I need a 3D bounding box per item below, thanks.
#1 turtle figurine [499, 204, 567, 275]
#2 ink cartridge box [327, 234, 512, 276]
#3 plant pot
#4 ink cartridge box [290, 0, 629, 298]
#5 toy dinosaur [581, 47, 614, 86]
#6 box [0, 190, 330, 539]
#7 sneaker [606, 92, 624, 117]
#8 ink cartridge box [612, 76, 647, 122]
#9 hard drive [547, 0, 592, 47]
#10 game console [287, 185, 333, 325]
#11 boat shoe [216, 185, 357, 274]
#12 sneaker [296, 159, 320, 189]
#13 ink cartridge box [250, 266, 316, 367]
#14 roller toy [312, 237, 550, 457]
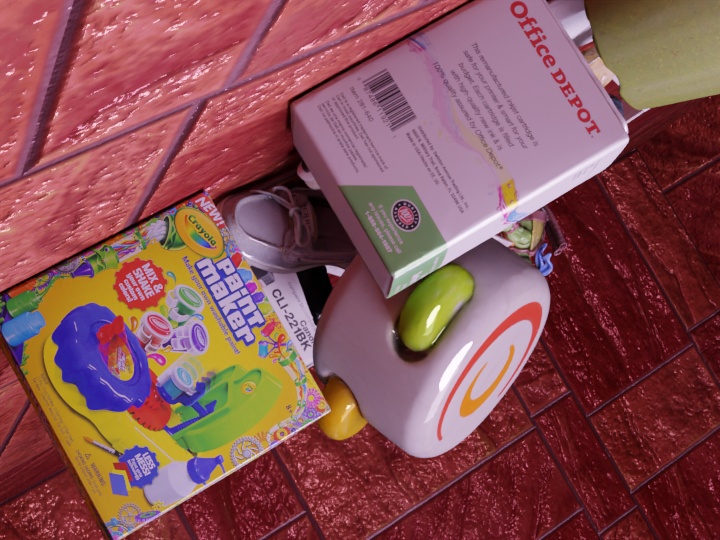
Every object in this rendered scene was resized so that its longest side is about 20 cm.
[{"bbox_3d":[0.156,-0.091,1.512,0.199,0.196,0.143,8,176,35],"label":"turtle figurine"},{"bbox_3d":[0.047,-0.038,1.391,0.175,0.045,0.200,19,149,-26],"label":"ink cartridge box"},{"bbox_3d":[0.281,-0.215,0.942,0.189,0.202,0.200,-18,-178,30],"label":"plant pot"},{"bbox_3d":[0.069,-0.096,0.881,0.199,0.146,0.084,-30,170,-8],"label":"ink cartridge box"},{"bbox_3d":[0.218,-0.187,1.120,0.199,0.059,0.101,-29,174,-23],"label":"toy dinosaur"},{"bbox_3d":[-0.162,0.079,0.967,0.192,0.201,0.122,-29,175,-19],"label":"box"},{"bbox_3d":[0.139,-0.129,1.016,0.077,0.087,0.199,20,162,-32],"label":"sneaker"},{"bbox_3d":[0.309,-0.236,1.189,0.200,0.067,0.116,-35,-161,42],"label":"ink cartridge box"},{"bbox_3d":[0.164,-0.208,1.070,0.199,0.027,0.132,-29,176,-29],"label":"hard drive"},{"bbox_3d":[0.000,0.000,1.210,0.115,0.177,0.200,-19,174,-7],"label":"game console"},{"bbox_3d":[-0.029,-0.037,1.047,0.200,0.075,0.065,10,150,-30],"label":"boat shoe"},{"bbox_3d":[0.022,-0.094,1.056,0.075,0.082,0.199,-31,174,36],"label":"sneaker"},{"bbox_3d":[-0.130,0.066,1.358,0.199,0.145,0.084,-28,175,-29],"label":"ink cartridge box"},{"bbox_3d":[0.054,0.048,1.008,0.182,0.139,0.201,-26,144,-48],"label":"roller toy"}]
